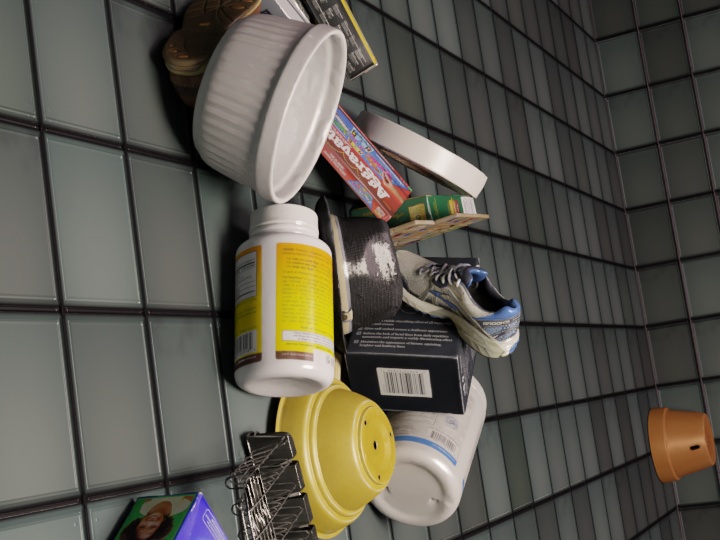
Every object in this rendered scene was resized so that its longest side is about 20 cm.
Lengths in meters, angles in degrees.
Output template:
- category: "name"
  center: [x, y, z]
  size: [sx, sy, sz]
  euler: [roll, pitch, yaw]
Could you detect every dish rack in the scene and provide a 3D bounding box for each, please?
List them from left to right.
- category: "dish rack"
  center: [-0.094, 0.255, 1.206]
  size: [0.200, 0.054, 0.154]
  euler: [-39, 115, -78]

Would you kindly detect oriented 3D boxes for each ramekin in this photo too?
- category: "ramekin"
  center: [-0.101, -0.183, 1.288]
  size: [0.200, 0.105, 0.201]
  euler: [20, 90, -80]

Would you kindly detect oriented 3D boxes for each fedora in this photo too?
- category: "fedora"
  center: [0.000, 0.000, 1.442]
  size: [0.201, 0.091, 0.201]
  euler: [171, -90, -85]

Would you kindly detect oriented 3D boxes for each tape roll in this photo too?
- category: "tape roll"
  center: [0.081, -0.163, 1.667]
  size: [0.037, 0.203, 0.203]
  euler: [-61, 151, 2]

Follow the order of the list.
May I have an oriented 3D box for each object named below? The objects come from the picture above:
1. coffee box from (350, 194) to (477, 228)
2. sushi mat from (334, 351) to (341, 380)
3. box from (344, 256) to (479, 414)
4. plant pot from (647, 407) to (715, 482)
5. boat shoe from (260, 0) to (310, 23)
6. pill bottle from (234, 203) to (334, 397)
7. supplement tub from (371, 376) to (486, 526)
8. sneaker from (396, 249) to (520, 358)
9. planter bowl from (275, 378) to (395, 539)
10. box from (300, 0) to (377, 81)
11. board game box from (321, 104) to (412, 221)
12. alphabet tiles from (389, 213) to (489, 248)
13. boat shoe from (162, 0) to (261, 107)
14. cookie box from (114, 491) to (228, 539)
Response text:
- category: "coffee box"
  center: [0.081, -0.080, 1.703]
  size: [0.200, 0.123, 0.044]
  euler: [-10, 90, -64]
- category: "sushi mat"
  center: [-0.048, 0.179, 1.439]
  size: [0.096, 0.012, 0.201]
  euler: [39, 45, -53]
- category: "box"
  center: [0.075, 0.081, 1.562]
  size: [0.200, 0.148, 0.107]
  euler: [-72, 158, -47]
- category: "plant pot"
  center: [0.858, 0.456, 3.136]
  size: [0.200, 0.140, 0.201]
  euler: [41, 43, -55]
- category: "boat shoe"
  center: [-0.093, -0.317, 1.487]
  size: [0.200, 0.073, 0.065]
  euler: [57, 36, -41]
- category: "pill bottle"
  center: [-0.085, 0.032, 1.306]
  size: [0.109, 0.109, 0.201]
  euler: [34, 50, -57]
- category: "supplement tub"
  center: [0.089, 0.229, 1.571]
  size: [0.132, 0.132, 0.200]
  euler: [67, 26, -23]
- category: "sneaker"
  center: [0.121, 0.019, 1.471]
  size: [0.077, 0.200, 0.085]
  euler: [-37, 151, -41]
- category: "planter bowl"
  center: [-0.014, 0.208, 1.383]
  size: [0.200, 0.083, 0.201]
  euler: [37, 46, -54]
- category: "box"
  center: [-0.059, -0.362, 1.526]
  size: [0.200, 0.049, 0.160]
  euler: [59, -1, -36]
- category: "board game box"
  center: [-0.015, -0.159, 1.556]
  size: [0.200, 0.019, 0.103]
  euler: [49, 31, -7]
- category: "alphabet tiles"
  center: [0.068, -0.050, 1.605]
  size: [0.200, 0.167, 0.008]
  euler: [-5, 78, -66]
- category: "boat shoe"
  center: [-0.163, -0.255, 1.322]
  size: [0.200, 0.072, 0.068]
  euler: [-66, 160, -47]
- category: "cookie box"
  center: [-0.170, 0.325, 1.031]
  size: [0.200, 0.075, 0.171]
  euler: [-66, 138, -54]
